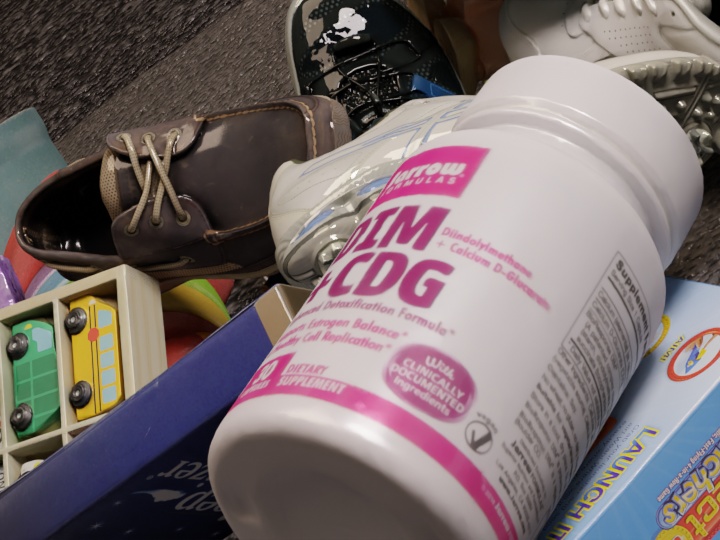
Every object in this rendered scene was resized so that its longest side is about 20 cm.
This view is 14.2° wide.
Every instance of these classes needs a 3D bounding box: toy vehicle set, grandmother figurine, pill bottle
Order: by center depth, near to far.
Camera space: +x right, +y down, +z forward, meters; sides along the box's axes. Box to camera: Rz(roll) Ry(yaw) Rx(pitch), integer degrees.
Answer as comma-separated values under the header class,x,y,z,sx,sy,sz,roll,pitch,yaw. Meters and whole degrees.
class,x,y,z,sx,sy,sz,roll,pitch,yaw
pill bottle,0.040,0.023,1.031,0.113,0.113,0.200,-15,32,48
toy vehicle set,-0.137,0.109,1.269,0.124,0.026,0.201,-20,63,28
grandmother figurine,0.129,-0.135,1.350,0.199,0.061,0.121,-20,43,-10

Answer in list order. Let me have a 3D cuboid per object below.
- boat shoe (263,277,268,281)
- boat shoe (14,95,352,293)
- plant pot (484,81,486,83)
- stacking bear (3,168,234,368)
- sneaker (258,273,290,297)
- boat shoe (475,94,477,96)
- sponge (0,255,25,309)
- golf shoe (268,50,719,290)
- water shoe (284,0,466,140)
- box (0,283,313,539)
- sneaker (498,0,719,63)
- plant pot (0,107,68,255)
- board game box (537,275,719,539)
class,x,y,z,sx,sy,sz,roll,pitch,yaw
boat shoe,-0.038,-0.029,1.502,0.069,0.057,0.200,-42,21,-4
boat shoe,-0.082,-0.029,1.279,0.200,0.073,0.075,-24,69,46
plant pot,0.092,-0.223,1.486,0.200,0.184,0.201,-34,22,16
stacking bear,-0.102,0.047,1.398,0.114,0.121,0.200,-55,29,6
sneaker,0.000,0.000,1.350,0.079,0.079,0.200,-20,30,30
boat shoe,0.091,-0.043,1.302,0.063,0.074,0.201,-15,14,-4
sponge,-0.237,0.081,1.368,0.199,0.112,0.030,-24,-12,9
golf shoe,0.053,-0.053,1.177,0.199,0.079,0.097,-21,39,-6
water shoe,0.023,-0.049,1.261,0.071,0.201,0.079,-25,-15,-1
box,-0.069,0.076,1.137,0.200,0.033,0.121,-35,-22,23
sneaker,0.138,-0.109,1.222,0.199,0.100,0.078,15,53,37
plant pot,-0.215,0.026,1.551,0.200,0.134,0.200,-37,3,2
board game box,0.064,0.088,1.100,0.200,0.056,0.196,-46,22,-13
